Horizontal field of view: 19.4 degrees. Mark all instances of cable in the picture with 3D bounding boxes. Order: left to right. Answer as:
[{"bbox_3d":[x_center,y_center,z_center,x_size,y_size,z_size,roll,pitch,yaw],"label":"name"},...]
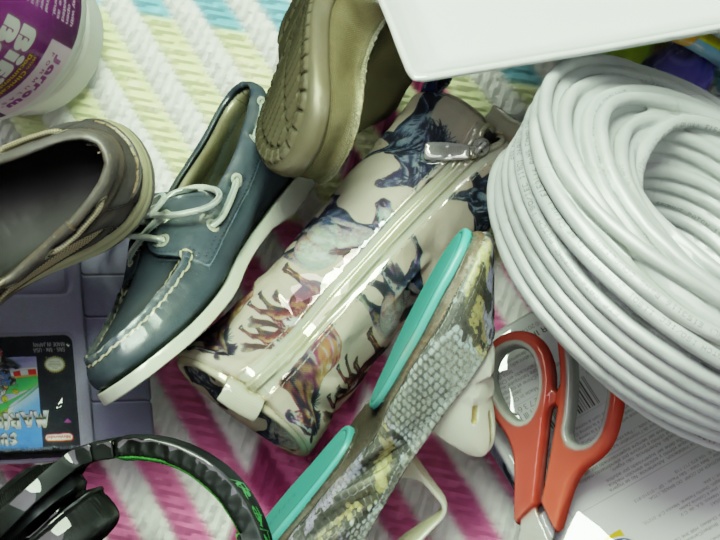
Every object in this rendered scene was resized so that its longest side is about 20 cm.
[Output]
[{"bbox_3d":[0.150,-0.009,0.950,0.199,0.069,0.201,6,45,-37],"label":"cable"}]

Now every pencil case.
[{"bbox_3d":[0.000,0.000,1.006,0.078,0.090,0.200,39,74,9],"label":"pencil case"}]

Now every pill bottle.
[{"bbox_3d":[-0.201,-0.134,1.029,0.111,0.200,0.113,-2,83,16],"label":"pill bottle"}]

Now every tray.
[{"bbox_3d":[0.102,-0.134,0.975,0.198,0.022,0.108,-10,50,-12],"label":"tray"}]

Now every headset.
[{"bbox_3d":[-0.134,0.144,0.946,0.199,0.094,0.124,-14,88,4],"label":"headset"}]

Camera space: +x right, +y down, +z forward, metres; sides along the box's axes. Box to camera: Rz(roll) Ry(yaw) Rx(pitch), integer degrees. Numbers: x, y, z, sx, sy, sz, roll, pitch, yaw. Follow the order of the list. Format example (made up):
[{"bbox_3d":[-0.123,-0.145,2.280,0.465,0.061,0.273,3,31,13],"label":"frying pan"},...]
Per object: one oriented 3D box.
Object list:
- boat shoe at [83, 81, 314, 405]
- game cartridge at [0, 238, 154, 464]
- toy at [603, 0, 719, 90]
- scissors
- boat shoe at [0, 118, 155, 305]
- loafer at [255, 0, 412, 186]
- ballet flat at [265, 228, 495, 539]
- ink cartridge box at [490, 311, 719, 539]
[{"bbox_3d":[-0.081,-0.018,1.002,0.062,0.075,0.200,50,49,-18],"label":"boat shoe"},{"bbox_3d":[-0.198,0.028,0.991,0.199,0.038,0.131,-1,71,-22],"label":"game cartridge"},{"bbox_3d":[0.123,-0.120,1.053,0.199,0.115,0.047,31,98,19],"label":"toy"},{"bbox_3d":[0.084,0.117,0.940,0.073,0.014,0.202,-5,76,30],"label":"scissors"},{"bbox_3d":[-0.185,-0.009,0.921,0.199,0.073,0.075,-35,80,-1],"label":"boat shoe"},{"bbox_3d":[-0.005,-0.102,1.030,0.067,0.076,0.200,21,31,-9],"label":"loafer"},{"bbox_3d":[0.021,0.076,0.951,0.072,0.072,0.201,39,103,23],"label":"ballet flat"},{"bbox_3d":[0.137,0.096,0.969,0.119,0.042,0.201,-29,61,-6],"label":"ink cartridge box"}]
